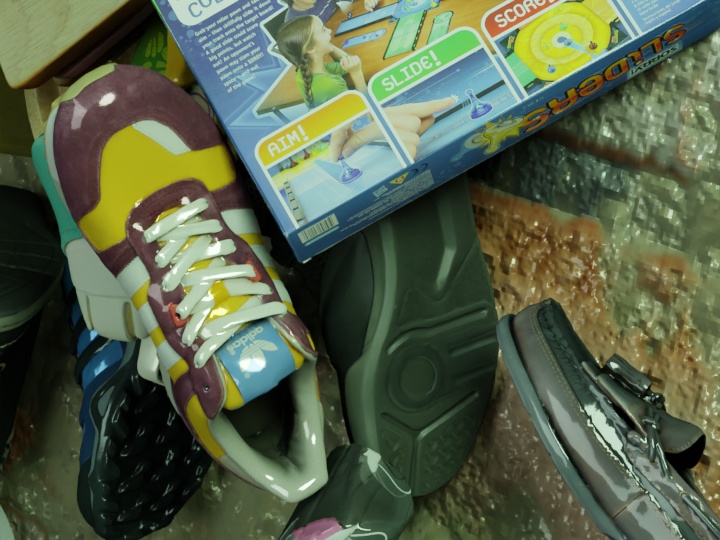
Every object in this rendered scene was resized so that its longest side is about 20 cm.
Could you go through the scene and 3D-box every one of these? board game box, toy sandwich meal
[{"bbox_3d":[0.028,-0.110,0.910,0.200,0.034,0.135,-29,68,-2],"label":"board game box"},{"bbox_3d":[-0.116,-0.118,1.017,0.205,0.070,0.205,-4,84,46],"label":"toy sandwich meal"}]

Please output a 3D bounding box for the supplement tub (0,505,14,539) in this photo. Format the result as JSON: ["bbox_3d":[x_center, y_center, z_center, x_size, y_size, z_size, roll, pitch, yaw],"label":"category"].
[{"bbox_3d":[-0.295,0.171,1.166,0.144,0.200,0.145,-1,88,46],"label":"supplement tub"}]

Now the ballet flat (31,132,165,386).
[{"bbox_3d":[-0.087,0.010,0.987,0.067,0.200,0.070,2,64,28],"label":"ballet flat"}]

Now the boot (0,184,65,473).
[{"bbox_3d":[-0.197,0.049,1.122,0.204,0.073,0.154,-115,34,-71],"label":"boot"}]

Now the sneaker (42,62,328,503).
[{"bbox_3d":[-0.060,0.006,0.901,0.090,0.075,0.200,42,162,52],"label":"sneaker"}]

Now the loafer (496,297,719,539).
[{"bbox_3d":[0.128,0.092,0.895,0.063,0.072,0.200,-34,75,16],"label":"loafer"}]

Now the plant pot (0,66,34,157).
[{"bbox_3d":[-0.289,-0.169,1.155,0.194,0.200,0.196,15,102,40],"label":"plant pot"}]

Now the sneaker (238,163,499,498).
[{"bbox_3d":[0.000,0.000,0.994,0.114,0.076,0.200,6,107,58],"label":"sneaker"}]

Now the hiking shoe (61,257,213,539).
[{"bbox_3d":[-0.111,0.034,1.100,0.087,0.074,0.200,8,88,50],"label":"hiking shoe"}]

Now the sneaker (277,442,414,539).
[{"bbox_3d":[-0.006,0.150,0.983,0.086,0.080,0.200,30,146,0],"label":"sneaker"}]
